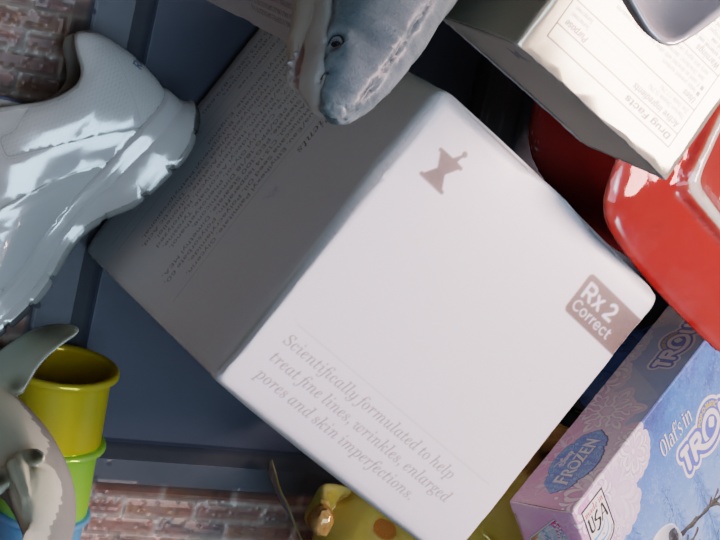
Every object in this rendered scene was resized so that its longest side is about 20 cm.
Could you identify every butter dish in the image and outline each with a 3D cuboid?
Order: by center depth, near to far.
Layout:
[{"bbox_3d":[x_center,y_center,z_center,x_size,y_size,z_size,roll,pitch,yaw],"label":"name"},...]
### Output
[{"bbox_3d":[0.151,-0.087,1.026,0.200,0.147,0.201,39,73,-53],"label":"butter dish"}]

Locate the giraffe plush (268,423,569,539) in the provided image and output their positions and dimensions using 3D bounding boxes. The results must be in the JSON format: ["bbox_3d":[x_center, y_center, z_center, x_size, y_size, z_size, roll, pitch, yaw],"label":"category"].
[{"bbox_3d":[0.060,0.168,1.116,0.161,0.173,0.201,-21,83,-11],"label":"giraffe plush"}]

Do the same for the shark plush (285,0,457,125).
[{"bbox_3d":[0.049,-0.132,0.819,0.199,0.083,0.091,-32,119,-11],"label":"shark plush"}]

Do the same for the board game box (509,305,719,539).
[{"bbox_3d":[0.171,0.144,1.104,0.200,0.043,0.200,-45,125,-39],"label":"board game box"}]

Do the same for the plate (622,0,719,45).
[{"bbox_3d":[0.117,-0.207,0.758,0.199,0.032,0.201,-36,99,-31],"label":"plate"}]

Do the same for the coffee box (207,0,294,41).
[{"bbox_3d":[0.005,-0.239,0.924,0.197,0.200,0.201,-25,116,-16],"label":"coffee box"}]

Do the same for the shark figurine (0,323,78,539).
[{"bbox_3d":[-0.158,0.116,0.966,0.128,0.215,0.090,-29,136,-4],"label":"shark figurine"}]

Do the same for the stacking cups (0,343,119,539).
[{"bbox_3d":[-0.164,0.141,1.057,0.060,0.060,0.202,1,108,-25],"label":"stacking cups"}]

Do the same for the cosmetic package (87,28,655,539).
[{"bbox_3d":[0.000,0.000,1.005,0.165,0.200,0.165,40,88,-30],"label":"cosmetic package"}]

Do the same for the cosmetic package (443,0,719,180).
[{"bbox_3d":[0.137,-0.153,0.860,0.103,0.073,0.200,38,88,-31],"label":"cosmetic package"}]

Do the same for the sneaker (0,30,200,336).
[{"bbox_3d":[-0.172,-0.033,0.998,0.200,0.074,0.087,-47,108,-11],"label":"sneaker"}]

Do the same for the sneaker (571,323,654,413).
[{"bbox_3d":[0.170,0.053,1.188,0.199,0.066,0.079,10,92,-28],"label":"sneaker"}]
